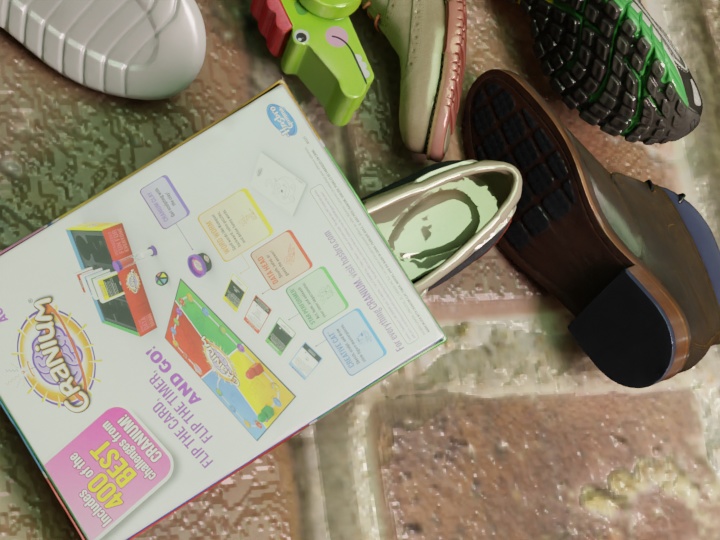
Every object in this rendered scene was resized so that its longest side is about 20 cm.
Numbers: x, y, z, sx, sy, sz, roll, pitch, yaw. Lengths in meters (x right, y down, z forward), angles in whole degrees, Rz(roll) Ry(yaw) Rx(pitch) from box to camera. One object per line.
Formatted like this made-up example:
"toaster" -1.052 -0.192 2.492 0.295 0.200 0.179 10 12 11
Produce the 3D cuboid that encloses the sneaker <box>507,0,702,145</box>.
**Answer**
"sneaker" 0.137 -0.159 1.062 0.085 0.078 0.200 -16 64 -30

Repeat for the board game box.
"board game box" -0.082 0.024 0.917 0.200 0.040 0.153 -31 87 -8

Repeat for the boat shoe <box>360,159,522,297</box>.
"boat shoe" 0.000 0.000 0.981 0.200 0.063 0.071 -30 88 -26

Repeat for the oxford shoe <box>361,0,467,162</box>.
"oxford shoe" 0.022 -0.153 1.046 0.074 0.071 0.200 -1 69 0

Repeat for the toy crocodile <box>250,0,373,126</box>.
"toy crocodile" -0.045 -0.171 1.016 0.062 0.068 0.200 -17 78 -20

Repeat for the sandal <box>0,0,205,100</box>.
"sandal" -0.168 -0.160 0.969 0.203 0.082 0.050 28 22 -10

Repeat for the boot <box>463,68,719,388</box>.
"boot" 0.135 -0.027 1.055 0.097 0.075 0.200 -10 66 -49
